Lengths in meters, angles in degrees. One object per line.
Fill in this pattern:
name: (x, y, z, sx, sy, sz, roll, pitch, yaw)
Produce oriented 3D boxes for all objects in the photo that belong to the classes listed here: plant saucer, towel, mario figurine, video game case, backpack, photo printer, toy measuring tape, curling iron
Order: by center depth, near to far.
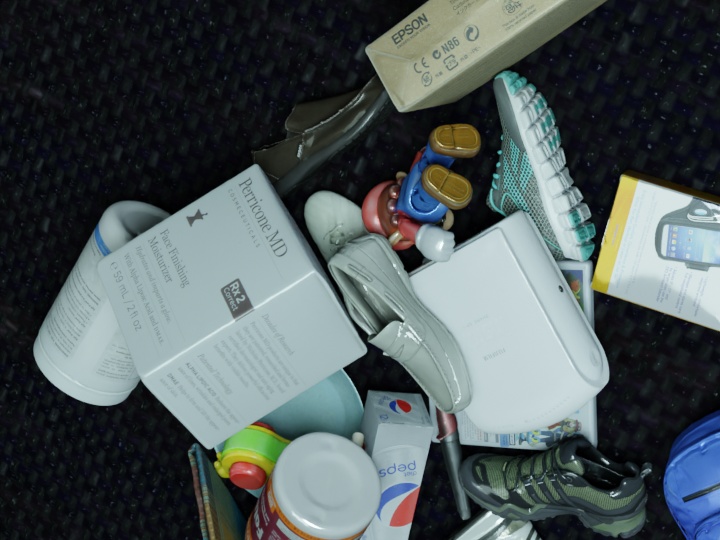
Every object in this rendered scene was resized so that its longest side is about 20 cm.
backpack: (0.383, 0.229, 1.239, 0.161, 0.168, 0.202, -27, 88, 19)
mario figurine: (0.077, -0.072, 1.302, 0.106, 0.123, 0.200, 50, 159, 2)
photo printer: (0.145, 0.062, 1.306, 0.166, 0.069, 0.202, -28, 91, 43)
video game case: (0.156, 0.087, 1.375, 0.179, 0.022, 0.204, 1, 102, 22)
curling iron: (0.089, 0.170, 1.385, 0.025, 0.050, 0.203, -6, 107, 17)
toy measuring tape: (-0.090, 0.192, 1.420, 0.198, 0.073, 0.075, -19, 95, 36)
towel: (-0.147, 0.295, 1.439, 0.021, 0.201, 0.148, -16, 55, 1)
plant saucer: (-0.078, 0.166, 1.480, 0.198, 0.039, 0.205, 5, 105, 20)

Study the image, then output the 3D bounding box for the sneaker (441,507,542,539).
sneaker: (0.120, 0.342, 1.420, 0.200, 0.076, 0.116, -43, 83, 22)

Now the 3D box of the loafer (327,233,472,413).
loafer: (0.037, 0.059, 1.300, 0.201, 0.069, 0.070, 55, 146, 6)

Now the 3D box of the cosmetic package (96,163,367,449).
cosmetic package: (-0.130, 0.038, 1.337, 0.198, 0.166, 0.166, -32, 53, 0)

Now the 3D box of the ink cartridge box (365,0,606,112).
ink cartridge box: (0.123, -0.234, 1.232, 0.199, 0.164, 0.076, -33, 88, 25)

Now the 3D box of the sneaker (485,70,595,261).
sneaker: (0.159, -0.095, 1.304, 0.090, 0.077, 0.203, -18, 94, 29)

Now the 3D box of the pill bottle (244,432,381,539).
pill bottle: (-0.058, 0.265, 1.372, 0.114, 0.114, 0.201, 38, 141, 10)

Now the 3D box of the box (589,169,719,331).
box: (0.333, -0.011, 1.270, 0.197, 0.041, 0.121, 19, 109, 15)

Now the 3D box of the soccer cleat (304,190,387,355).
soccer cleat: (0.000, 0.000, 1.377, 0.069, 0.077, 0.201, -43, 77, 34)

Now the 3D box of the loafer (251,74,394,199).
loafer: (-0.045, -0.147, 1.371, 0.199, 0.073, 0.072, -36, 90, 25)

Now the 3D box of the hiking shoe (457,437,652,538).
hiking shoe: (0.198, 0.204, 1.345, 0.197, 0.076, 0.102, 8, 126, 11)

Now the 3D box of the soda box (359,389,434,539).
soda box: (0.025, 0.233, 1.415, 0.062, 0.068, 0.203, 5, 115, -14)

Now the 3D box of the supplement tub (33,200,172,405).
supplement tub: (-0.270, 0.036, 1.477, 0.132, 0.132, 0.201, 39, 114, 9)
